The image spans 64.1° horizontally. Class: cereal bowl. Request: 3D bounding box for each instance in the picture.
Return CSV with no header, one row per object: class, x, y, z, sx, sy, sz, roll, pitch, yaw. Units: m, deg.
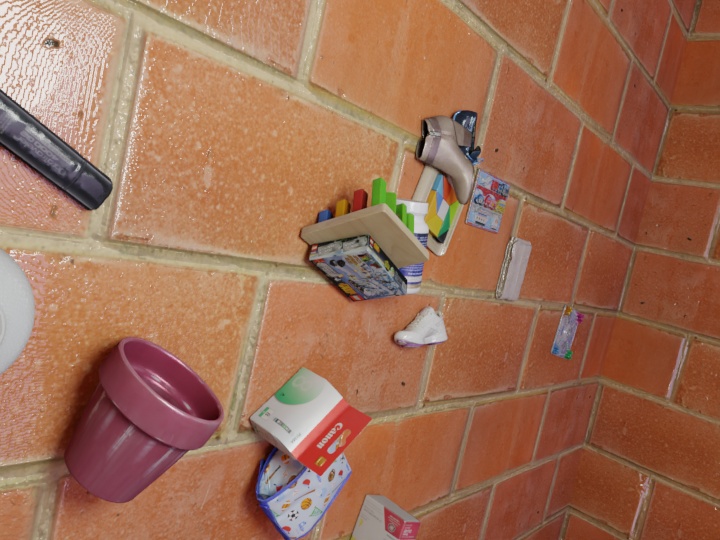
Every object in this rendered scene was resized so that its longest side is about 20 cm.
cereal bowl,-0.494,0.061,0.694,0.197,0.082,0.206,-18,114,-44

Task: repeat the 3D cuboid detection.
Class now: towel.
towel,0.498,-0.002,1.857,0.131,0.034,0.206,9,96,-49

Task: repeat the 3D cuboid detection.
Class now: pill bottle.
pill bottle,0.095,-0.058,1.309,0.114,0.114,0.206,-4,106,-48

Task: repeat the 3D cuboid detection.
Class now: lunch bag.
lunch bag,-0.129,0.442,1.215,0.201,0.121,0.173,-52,137,-34

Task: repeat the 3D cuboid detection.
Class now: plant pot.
plant pot,-0.335,0.233,0.867,0.180,0.199,0.200,-51,137,-2

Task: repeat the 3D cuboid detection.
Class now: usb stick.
usb stick,-0.414,-0.155,0.755,0.056,0.032,0.200,-54,137,-12

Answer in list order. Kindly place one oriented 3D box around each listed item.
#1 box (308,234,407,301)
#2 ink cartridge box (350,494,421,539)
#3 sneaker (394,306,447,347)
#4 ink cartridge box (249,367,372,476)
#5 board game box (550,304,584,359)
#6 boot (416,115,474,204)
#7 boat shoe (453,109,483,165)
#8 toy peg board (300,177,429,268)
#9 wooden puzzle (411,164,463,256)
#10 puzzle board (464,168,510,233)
box,0.000,0.000,1.192,0.200,0.134,0.041,46,42,-51
ink cartridge box,0.051,0.714,1.492,0.083,0.143,0.205,26,83,-48
sneaker,0.151,0.148,1.494,0.197,0.074,0.103,-1,85,-49
ink cartridge box,-0.099,0.291,1.136,0.160,0.197,0.051,-40,129,-33
board game box,0.854,0.258,2.362,0.198,0.025,0.205,21,86,-50
boot,0.200,-0.266,1.378,0.143,0.070,0.206,2,88,-27
boat shoe,0.273,-0.300,1.456,0.085,0.067,0.204,-60,146,-51
toy peg board,0.015,-0.087,1.180,0.200,0.195,0.100,41,45,-47
wooden puzzle,0.198,-0.155,1.457,0.199,0.037,0.189,32,78,-49
puzzle board,0.373,-0.195,1.662,0.197,0.017,0.155,9,95,-50
